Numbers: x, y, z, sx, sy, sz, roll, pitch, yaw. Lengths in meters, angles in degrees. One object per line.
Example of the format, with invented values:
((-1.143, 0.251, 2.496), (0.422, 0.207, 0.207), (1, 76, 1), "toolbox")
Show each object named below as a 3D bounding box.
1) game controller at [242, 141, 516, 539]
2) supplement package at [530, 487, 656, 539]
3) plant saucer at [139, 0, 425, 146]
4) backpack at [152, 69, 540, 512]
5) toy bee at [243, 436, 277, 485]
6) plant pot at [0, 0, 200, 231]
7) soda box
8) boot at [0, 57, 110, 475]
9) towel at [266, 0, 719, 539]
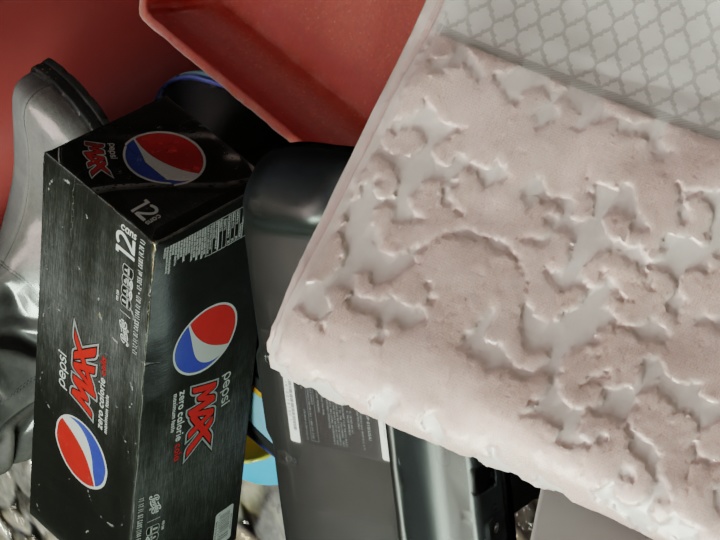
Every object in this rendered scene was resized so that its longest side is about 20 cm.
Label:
((0.007, 0.050, 1.042), (0.104, 0.042, 0.201), (15, 119, 43), "game controller")
((0.129, 0.153, 1.007), (0.119, 0.121, 0.200), (4, 143, 16), "supplement package")
((0.023, -0.134, 1.054), (0.200, 0.037, 0.200), (40, 113, 34), "plant saucer")
((0.000, 0.000, 1.165), (0.200, 0.134, 0.183), (36, 137, 36), "backpack")
((-0.014, 0.046, 1.286), (0.109, 0.200, 0.131), (-37, 44, 33), "toy bee")
((-0.137, -0.089, 1.273), (0.200, 0.177, 0.201), (38, 142, 38), "plant pot")
((-0.086, 0.034, 1.127), (0.071, 0.063, 0.200), (38, 139, 30), "soda box")
((-0.153, 0.018, 1.165), (0.070, 0.131, 0.200), (42, 148, 43), "boot")
((0.091, -0.017, 0.939), (0.200, 0.191, 0.032), (23, 178, 20), "towel")
